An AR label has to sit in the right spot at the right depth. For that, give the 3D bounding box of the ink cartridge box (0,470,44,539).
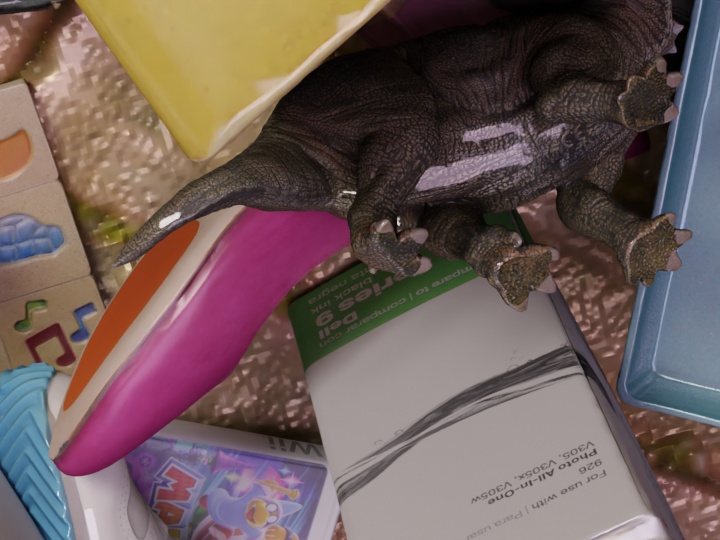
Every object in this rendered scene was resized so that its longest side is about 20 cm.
[{"bbox_3d":[-0.143,0.136,0.746,0.145,0.200,0.083,-42,156,13],"label":"ink cartridge box"}]

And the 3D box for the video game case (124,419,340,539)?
[{"bbox_3d":[-0.117,0.104,0.859,0.200,0.018,0.143,11,112,-15],"label":"video game case"}]

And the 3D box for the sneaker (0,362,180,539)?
[{"bbox_3d":[-0.068,0.117,0.828,0.081,0.076,0.200,-28,110,-36],"label":"sneaker"}]

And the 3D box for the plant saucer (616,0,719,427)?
[{"bbox_3d":[0.124,-0.049,0.757,0.070,0.019,0.200,14,110,15],"label":"plant saucer"}]

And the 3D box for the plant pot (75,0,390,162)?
[{"bbox_3d":[-0.023,-0.172,0.660,0.194,0.196,0.200,-41,95,10],"label":"plant pot"}]

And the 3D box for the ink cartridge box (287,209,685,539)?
[{"bbox_3d":[0.054,0.091,0.786,0.084,0.200,0.146,-26,116,4],"label":"ink cartridge box"}]

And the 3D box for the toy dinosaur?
[{"bbox_3d":[0.026,-0.036,0.725,0.200,0.102,0.077,-29,125,-9],"label":"toy dinosaur"}]

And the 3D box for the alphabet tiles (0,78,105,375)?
[{"bbox_3d":[-0.162,0.024,0.828,0.166,0.006,0.200,-17,117,-1],"label":"alphabet tiles"}]

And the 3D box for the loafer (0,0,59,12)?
[{"bbox_3d":[-0.166,-0.109,0.725,0.200,0.063,0.072,19,112,-17],"label":"loafer"}]

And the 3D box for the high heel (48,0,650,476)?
[{"bbox_3d":[0.000,0.000,0.782,0.096,0.067,0.200,42,82,-15],"label":"high heel"}]

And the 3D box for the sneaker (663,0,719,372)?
[{"bbox_3d":[0.127,-0.016,0.808,0.091,0.066,0.200,-47,120,-24],"label":"sneaker"}]
